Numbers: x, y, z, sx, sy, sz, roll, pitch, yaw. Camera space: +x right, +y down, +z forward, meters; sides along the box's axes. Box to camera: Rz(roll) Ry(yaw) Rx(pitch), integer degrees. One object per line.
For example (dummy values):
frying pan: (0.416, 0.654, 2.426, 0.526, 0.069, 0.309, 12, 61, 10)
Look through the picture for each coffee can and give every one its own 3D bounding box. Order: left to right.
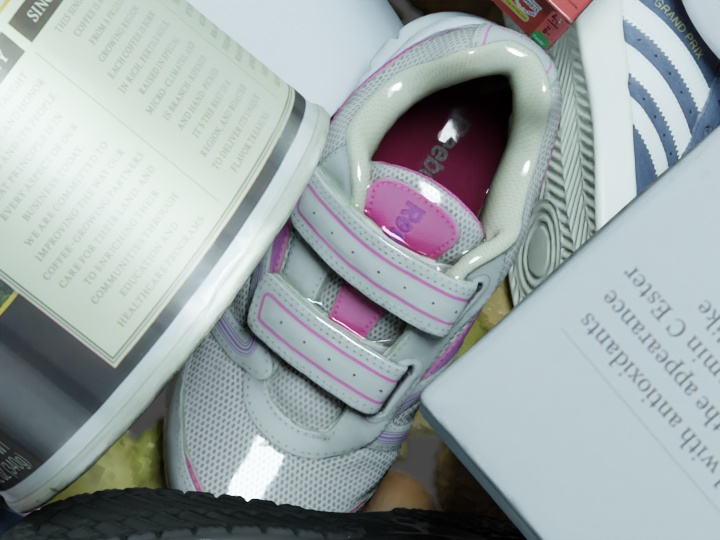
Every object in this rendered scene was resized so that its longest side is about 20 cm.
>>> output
coffee can: (-0.129, -0.050, 0.715, 0.200, 0.146, 0.147, 39, 59, -11)

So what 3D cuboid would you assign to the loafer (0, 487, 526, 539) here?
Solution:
loafer: (-0.015, 0.106, 0.744, 0.199, 0.073, 0.072, 7, 91, -32)

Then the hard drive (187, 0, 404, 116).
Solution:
hard drive: (-0.075, -0.123, 0.826, 0.200, 0.027, 0.132, 56, 47, -17)

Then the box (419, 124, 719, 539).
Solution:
box: (0.131, 0.064, 0.709, 0.131, 0.200, 0.199, -41, 86, 4)

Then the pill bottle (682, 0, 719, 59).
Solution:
pill bottle: (0.196, -0.132, 0.901, 0.111, 0.111, 0.200, 47, 35, 8)

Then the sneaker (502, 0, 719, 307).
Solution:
sneaker: (0.100, -0.045, 0.880, 0.084, 0.075, 0.201, 9, 67, -22)

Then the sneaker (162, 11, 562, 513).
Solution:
sneaker: (0.000, 0.000, 0.801, 0.081, 0.088, 0.201, 26, 81, -3)

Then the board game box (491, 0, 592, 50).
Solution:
board game box: (0.015, -0.169, 0.849, 0.200, 0.019, 0.103, 43, 45, 0)

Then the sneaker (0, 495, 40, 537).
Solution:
sneaker: (-0.171, 0.058, 0.721, 0.200, 0.070, 0.082, 35, 36, -33)
